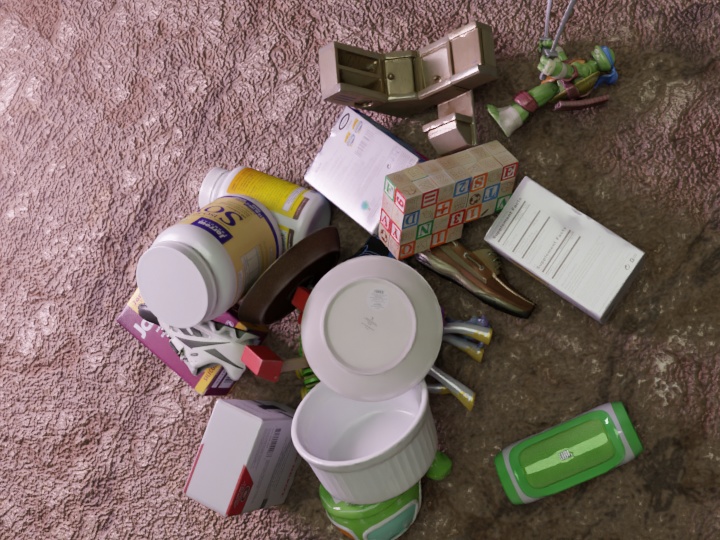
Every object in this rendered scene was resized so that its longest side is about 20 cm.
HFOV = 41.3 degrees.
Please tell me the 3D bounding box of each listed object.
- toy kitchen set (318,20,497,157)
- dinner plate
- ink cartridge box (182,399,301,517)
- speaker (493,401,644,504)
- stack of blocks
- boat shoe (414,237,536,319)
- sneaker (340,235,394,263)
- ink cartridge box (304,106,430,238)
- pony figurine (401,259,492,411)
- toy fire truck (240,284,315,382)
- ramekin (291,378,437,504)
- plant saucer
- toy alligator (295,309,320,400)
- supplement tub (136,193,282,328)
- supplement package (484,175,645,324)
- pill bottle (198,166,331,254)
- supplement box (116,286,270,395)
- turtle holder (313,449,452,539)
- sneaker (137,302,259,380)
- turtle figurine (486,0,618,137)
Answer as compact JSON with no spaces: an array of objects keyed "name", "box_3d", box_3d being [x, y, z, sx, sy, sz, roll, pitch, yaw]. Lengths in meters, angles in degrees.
[{"name":"toy kitchen set","box_3d":[0.073,-0.261,1.390,0.199,0.179,0.166,-16,75,47]},{"name":"dinner plate","box_3d":[0.014,0.077,1.304,0.197,0.024,0.203,-2,77,7]},{"name":"ink cartridge box","box_3d":[-0.161,0.274,1.421,0.083,0.200,0.146,21,89,21]},{"name":"speaker","box_3d":[0.292,0.258,1.346,0.198,0.088,0.089,-26,77,12]},{"name":"stack of blocks","box_3d":[0.127,-0.104,1.391,0.198,0.116,0.059,-20,49,-24]},{"name":"boat shoe","box_3d":[0.176,-0.001,1.420,0.199,0.076,0.074,31,89,17]},{"name":"sneaker","box_3d":[0.000,0.000,1.413,0.077,0.201,0.070,27,123,-12]},{"name":"ink cartridge box","box_3d":[0.006,-0.157,1.467,0.200,0.076,0.137,39,103,30]},{"name":"pony figurine","box_3d":[0.089,0.095,1.407,0.197,0.167,0.196,15,95,3]},{"name":"toy fire truck","box_3d":[-0.070,0.097,1.429,0.049,0.198,0.143,33,105,43]},{"name":"ramekin","box_3d":[0.012,0.226,1.324,0.198,0.202,0.099,-14,123,15]},{"name":"plant saucer","box_3d":[-0.099,0.016,1.433,0.200,0.200,0.035,-45,77,7]},{"name":"toy alligator","box_3d":[-0.076,0.140,1.487,0.059,0.054,0.203,-17,79,13]},{"name":"supplement tub","box_3d":[-0.218,-0.015,1.393,0.143,0.200,0.147,11,117,22]},{"name":"supplement package","box_3d":[0.293,-0.027,1.366,0.199,0.114,0.110,36,93,19]},{"name":"pill bottle","box_3d":[-0.153,-0.097,1.511,0.198,0.109,0.111,21,89,18]},{"name":"supplement box","box_3d":[-0.266,0.089,1.525,0.199,0.103,0.132,36,94,18]},{"name":"turtle holder","box_3d":[0.031,0.315,1.400,0.140,0.133,0.186,7,42,41]},{"name":"sneaker","box_3d":[-0.256,0.107,1.427,0.198,0.074,0.090,18,87,17]},{"name":"turtle figurine","box_3d":[0.260,-0.301,1.398,0.193,0.200,0.145,-38,40,13]}]
